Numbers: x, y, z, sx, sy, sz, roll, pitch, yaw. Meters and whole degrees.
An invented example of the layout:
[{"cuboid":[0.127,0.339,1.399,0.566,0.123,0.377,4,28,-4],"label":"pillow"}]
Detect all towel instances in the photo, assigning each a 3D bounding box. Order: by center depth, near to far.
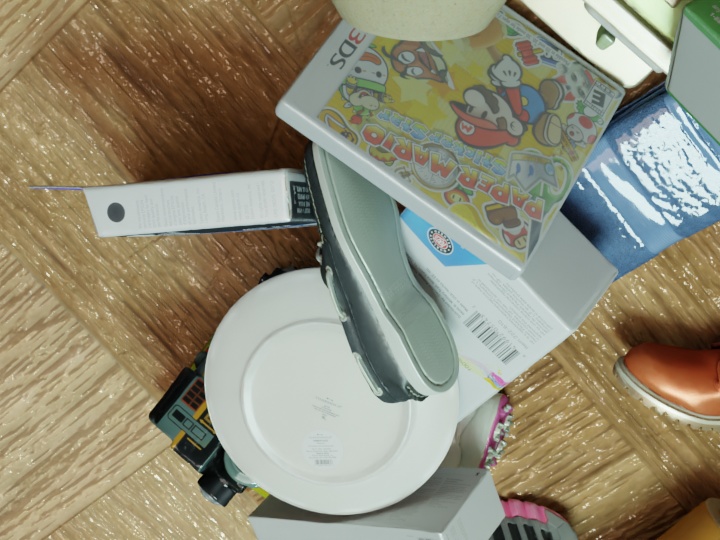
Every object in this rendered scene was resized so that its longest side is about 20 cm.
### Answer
[{"cuboid":[0.197,-0.057,0.982,0.199,0.049,0.112,-33,105,26],"label":"towel"}]

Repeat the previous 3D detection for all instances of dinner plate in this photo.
[{"cuboid":[-0.025,0.097,0.980,0.197,0.024,0.203,4,110,10],"label":"dinner plate"}]

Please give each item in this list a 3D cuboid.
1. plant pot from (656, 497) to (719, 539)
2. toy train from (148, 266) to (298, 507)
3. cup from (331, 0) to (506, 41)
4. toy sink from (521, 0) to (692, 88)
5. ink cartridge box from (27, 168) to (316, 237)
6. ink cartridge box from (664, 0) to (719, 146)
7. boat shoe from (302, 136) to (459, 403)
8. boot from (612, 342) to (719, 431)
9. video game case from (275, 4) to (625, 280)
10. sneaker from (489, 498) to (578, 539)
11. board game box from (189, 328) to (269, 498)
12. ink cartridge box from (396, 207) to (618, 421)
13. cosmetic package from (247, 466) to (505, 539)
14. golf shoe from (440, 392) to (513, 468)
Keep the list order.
[{"cuboid":[0.282,0.299,1.078,0.199,0.200,0.184,32,104,-4],"label":"plant pot"},{"cuboid":[-0.082,0.092,1.072,0.114,0.085,0.201,38,82,4],"label":"toy train"},{"cuboid":[0.040,-0.232,0.839,0.198,0.201,0.145,8,118,10],"label":"cup"},{"cuboid":[0.197,-0.213,0.863,0.130,0.112,0.200,39,120,-8],"label":"toy sink"},{"cuboid":[-0.116,-0.050,0.985,0.197,0.198,0.044,-1,93,15],"label":"ink cartridge box"},{"cuboid":[0.307,-0.132,0.774,0.199,0.146,0.084,-31,151,-13],"label":"ink cartridge box"},{"cuboid":[0.000,0.000,0.908,0.060,0.075,0.202,-21,90,40],"label":"boat shoe"},{"cuboid":[0.300,0.071,1.014,0.197,0.075,0.108,11,117,-1],"label":"boot"},{"cuboid":[0.068,-0.118,0.908,0.199,0.183,0.023,35,151,-1],"label":"video game case"},{"cuboid":[0.110,0.271,1.175,0.198,0.080,0.096,-19,133,23],"label":"sneaker"},{"cuboid":[-0.073,0.146,1.158,0.199,0.048,0.102,36,119,-6],"label":"board game box"},{"cuboid":[0.073,0.018,0.988,0.145,0.085,0.200,45,139,1],"label":"ink cartridge box"},{"cuboid":[0.011,0.200,1.054,0.198,0.083,0.051,-4,119,39],"label":"cosmetic package"},{"cuboid":[0.060,0.188,1.115,0.091,0.075,0.202,22,93,15],"label":"golf shoe"}]
